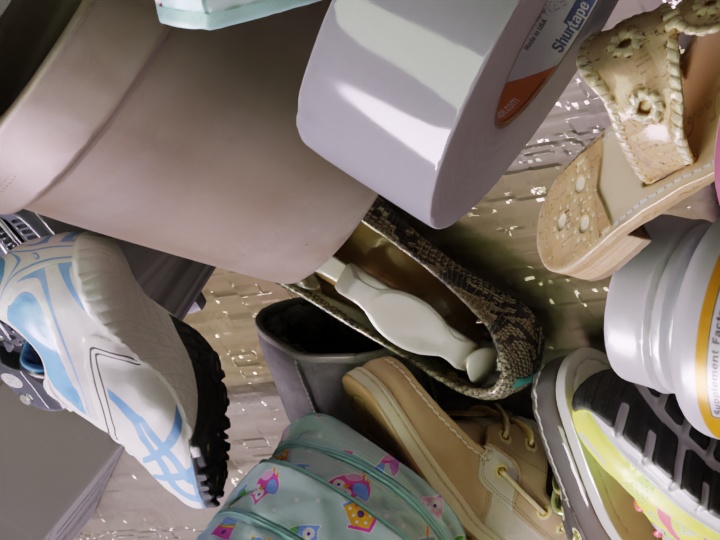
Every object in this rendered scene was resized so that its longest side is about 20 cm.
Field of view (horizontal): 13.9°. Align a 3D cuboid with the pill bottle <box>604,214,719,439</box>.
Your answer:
[{"bbox_3d":[0.210,0.031,1.278,0.200,0.109,0.109,13,137,32],"label":"pill bottle"}]

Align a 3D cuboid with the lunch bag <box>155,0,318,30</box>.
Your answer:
[{"bbox_3d":[-0.031,-0.205,1.135,0.122,0.200,0.171,17,129,27],"label":"lunch bag"}]

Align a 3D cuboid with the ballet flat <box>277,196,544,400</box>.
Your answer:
[{"bbox_3d":[0.000,0.000,1.458,0.200,0.075,0.068,33,107,9],"label":"ballet flat"}]

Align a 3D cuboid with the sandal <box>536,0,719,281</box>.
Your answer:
[{"bbox_3d":[0.116,-0.069,1.239,0.070,0.078,0.212,12,140,-26],"label":"sandal"}]

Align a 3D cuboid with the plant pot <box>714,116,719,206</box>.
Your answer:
[{"bbox_3d":[0.243,-0.035,1.127,0.179,0.200,0.200,26,146,43],"label":"plant pot"}]

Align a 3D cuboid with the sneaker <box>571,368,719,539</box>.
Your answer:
[{"bbox_3d":[0.172,0.127,1.419,0.200,0.078,0.090,39,131,-8],"label":"sneaker"}]

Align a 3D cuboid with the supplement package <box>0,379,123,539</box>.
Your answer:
[{"bbox_3d":[-0.269,0.116,1.754,0.200,0.156,0.111,36,143,5],"label":"supplement package"}]

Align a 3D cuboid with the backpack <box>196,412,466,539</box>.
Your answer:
[{"bbox_3d":[-0.020,0.162,1.498,0.167,0.127,0.200,25,159,12],"label":"backpack"}]

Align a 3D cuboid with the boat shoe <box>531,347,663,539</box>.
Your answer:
[{"bbox_3d":[0.129,0.121,1.480,0.060,0.072,0.202,-3,130,39],"label":"boat shoe"}]

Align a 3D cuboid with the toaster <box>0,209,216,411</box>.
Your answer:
[{"bbox_3d":[-0.158,-0.035,1.515,0.114,0.129,0.200,-15,120,48],"label":"toaster"}]

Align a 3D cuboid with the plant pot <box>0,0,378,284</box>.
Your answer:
[{"bbox_3d":[-0.076,-0.085,1.359,0.173,0.200,0.200,32,147,-18],"label":"plant pot"}]

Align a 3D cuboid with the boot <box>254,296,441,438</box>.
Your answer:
[{"bbox_3d":[-0.019,0.103,1.592,0.182,0.073,0.200,-4,134,27],"label":"boot"}]

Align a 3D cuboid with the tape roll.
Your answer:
[{"bbox_3d":[0.055,-0.118,1.176,0.066,0.200,0.200,32,144,11],"label":"tape roll"}]

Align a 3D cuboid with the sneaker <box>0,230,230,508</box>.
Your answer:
[{"bbox_3d":[-0.118,0.049,1.436,0.072,0.072,0.200,-8,140,21],"label":"sneaker"}]

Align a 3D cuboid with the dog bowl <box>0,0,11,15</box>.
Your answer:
[{"bbox_3d":[-0.212,-0.131,1.386,0.059,0.200,0.200,37,146,-17],"label":"dog bowl"}]

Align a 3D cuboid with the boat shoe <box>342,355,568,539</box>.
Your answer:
[{"bbox_3d":[0.065,0.102,1.509,0.200,0.069,0.074,51,173,-35],"label":"boat shoe"}]
